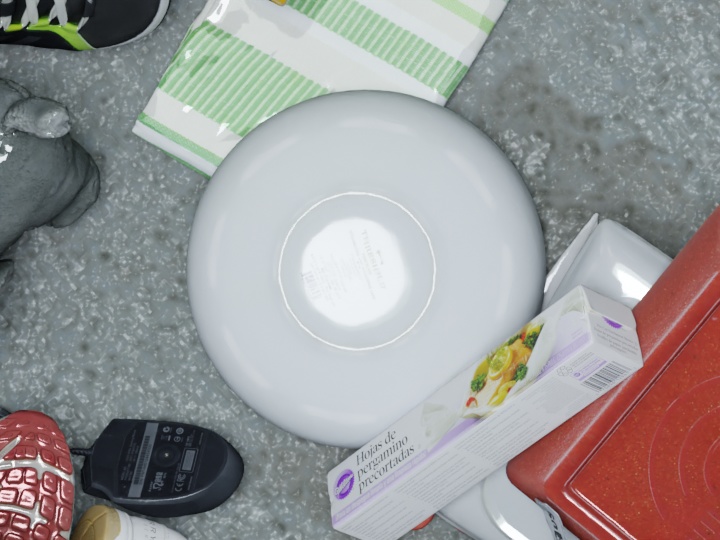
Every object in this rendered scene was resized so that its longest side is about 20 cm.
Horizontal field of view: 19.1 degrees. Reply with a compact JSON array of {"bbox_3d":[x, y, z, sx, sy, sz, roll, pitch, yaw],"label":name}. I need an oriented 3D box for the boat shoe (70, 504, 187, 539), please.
[{"bbox_3d":[-0.146,0.230,1.173,0.069,0.071,0.200,17,101,-25],"label":"boat shoe"}]

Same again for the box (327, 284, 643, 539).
[{"bbox_3d":[0.061,0.079,1.113,0.200,0.041,0.039,-40,40,33],"label":"box"}]

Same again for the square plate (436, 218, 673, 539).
[{"bbox_3d":[0.158,0.107,1.124,0.200,0.028,0.198,34,112,8],"label":"square plate"}]

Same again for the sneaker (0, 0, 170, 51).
[{"bbox_3d":[-0.203,-0.143,1.157,0.200,0.083,0.072,3,122,-6],"label":"sneaker"}]

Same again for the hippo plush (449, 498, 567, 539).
[{"bbox_3d":[0.115,0.231,1.047,0.200,0.161,0.159,52,134,-6],"label":"hippo plush"}]

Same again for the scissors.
[{"bbox_3d":[0.071,0.054,1.188,0.073,0.014,0.200,18,90,8],"label":"scissors"}]

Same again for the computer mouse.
[{"bbox_3d":[-0.162,0.109,1.197,0.200,0.034,0.059,6,52,11],"label":"computer mouse"}]

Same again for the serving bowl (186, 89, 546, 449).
[{"bbox_3d":[0.000,0.000,1.153,0.200,0.066,0.201,0,91,5],"label":"serving bowl"}]

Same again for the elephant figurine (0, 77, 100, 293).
[{"bbox_3d":[-0.239,-0.010,1.151,0.141,0.155,0.200,32,80,24],"label":"elephant figurine"}]

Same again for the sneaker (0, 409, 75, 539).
[{"bbox_3d":[-0.207,0.167,1.162,0.078,0.082,0.200,18,102,-8],"label":"sneaker"}]

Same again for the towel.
[{"bbox_3d":[-0.018,-0.128,1.203,0.152,0.023,0.200,30,89,5],"label":"towel"}]

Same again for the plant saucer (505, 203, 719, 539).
[{"bbox_3d":[0.200,0.101,1.073,0.200,0.037,0.200,39,113,5],"label":"plant saucer"}]

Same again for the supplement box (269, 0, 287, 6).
[{"bbox_3d":[-0.102,-0.244,1.119,0.109,0.200,0.109,-56,41,0],"label":"supplement box"}]
